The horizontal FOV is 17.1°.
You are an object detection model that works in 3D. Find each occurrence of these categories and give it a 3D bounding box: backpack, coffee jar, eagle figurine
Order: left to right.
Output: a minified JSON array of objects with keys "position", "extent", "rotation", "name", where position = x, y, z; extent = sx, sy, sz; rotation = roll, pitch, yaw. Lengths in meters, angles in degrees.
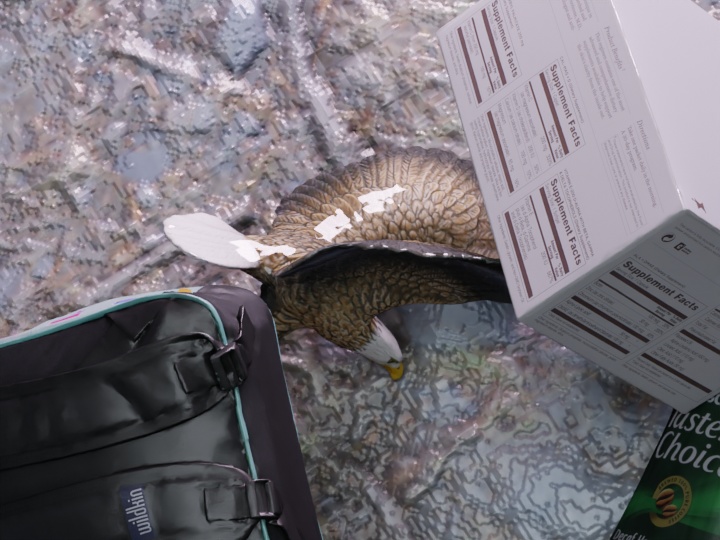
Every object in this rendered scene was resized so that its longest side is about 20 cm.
[{"position":[-0.128,0.105,1.227],"extent":[0.199,0.153,0.176],"rotation":[-15,88,11],"name":"backpack"},{"position":[0.003,0.003,1.343],"extent":[0.200,0.151,0.152],"rotation":[-33,67,8],"name":"eagle figurine"},{"position":[0.205,0.115,1.307],"extent":[0.085,0.104,0.200],"rotation":[31,78,-32],"name":"coffee jar"}]

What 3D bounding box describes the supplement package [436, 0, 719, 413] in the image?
[{"position":[0.148,-0.053,1.277],"extent":[0.111,0.156,0.200],"rotation":[-34,49,27],"name":"supplement package"}]
